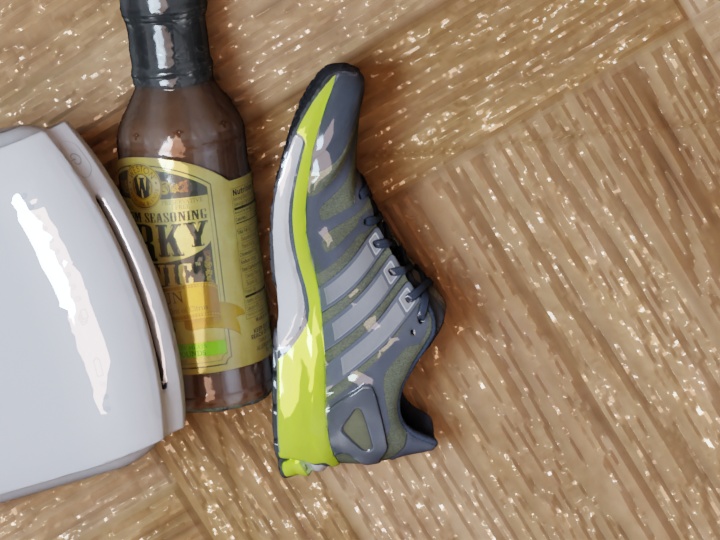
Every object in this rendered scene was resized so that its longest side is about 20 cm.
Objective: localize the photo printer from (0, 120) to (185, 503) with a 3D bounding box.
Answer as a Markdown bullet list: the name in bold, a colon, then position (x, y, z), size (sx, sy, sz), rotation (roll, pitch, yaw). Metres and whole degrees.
- **photo printer**: position (-0.178, 0.026, 1.364), size (0.199, 0.069, 0.167), rotation (-17, 97, 33)

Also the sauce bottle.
- **sauce bottle**: position (-0.082, -0.036, 1.369), size (0.064, 0.065, 0.201), rotation (-6, 101, 11)

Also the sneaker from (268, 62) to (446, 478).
- **sneaker**: position (0.000, 0.000, 1.366), size (0.081, 0.074, 0.201), rotation (1, 111, 3)
